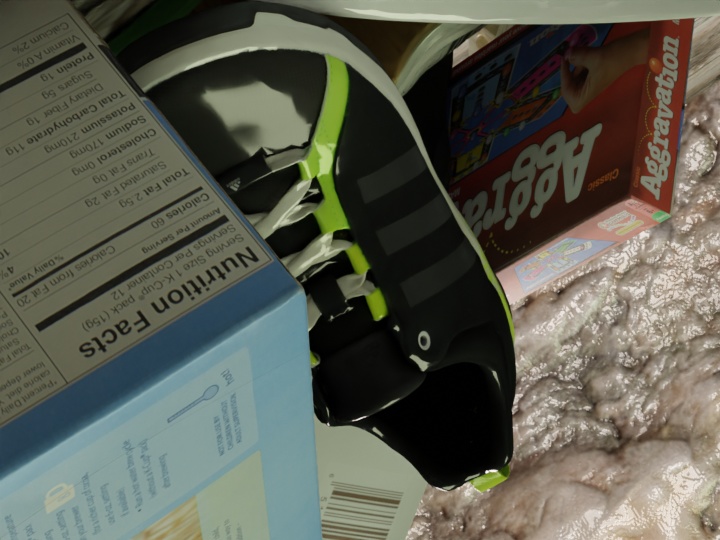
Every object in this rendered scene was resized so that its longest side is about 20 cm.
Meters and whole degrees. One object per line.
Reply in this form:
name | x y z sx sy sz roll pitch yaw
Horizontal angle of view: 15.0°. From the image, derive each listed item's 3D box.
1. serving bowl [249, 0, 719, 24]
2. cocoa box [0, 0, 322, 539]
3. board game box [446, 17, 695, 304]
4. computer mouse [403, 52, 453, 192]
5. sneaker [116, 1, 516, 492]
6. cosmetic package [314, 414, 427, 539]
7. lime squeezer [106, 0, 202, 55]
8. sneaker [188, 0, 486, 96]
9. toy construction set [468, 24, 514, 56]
serving bowl | 0.056 -0.110 0.730 0.199 0.066 0.200 -2 177 0
cocoa box | -0.098 0.045 0.767 0.133 0.131 0.200 -32 152 -18
board game box | 0.043 -0.031 0.926 0.200 0.019 0.104 -32 -137 51
computer mouse | -0.021 -0.044 0.973 0.140 0.046 0.201 -38 -152 37
sneaker | 0.000 0.000 0.803 0.071 0.083 0.200 -28 137 17
cosmetic package | -0.064 0.051 0.955 0.074 0.200 0.102 14 101 -42
lime squeezer | -0.102 -0.039 0.850 0.200 0.038 0.071 -37 174 31
sneaker | 0.002 -0.082 0.891 0.199 0.076 0.088 -33 177 12
toy construction set | 0.109 -0.137 1.029 0.200 0.092 0.131 -43 180 -25
